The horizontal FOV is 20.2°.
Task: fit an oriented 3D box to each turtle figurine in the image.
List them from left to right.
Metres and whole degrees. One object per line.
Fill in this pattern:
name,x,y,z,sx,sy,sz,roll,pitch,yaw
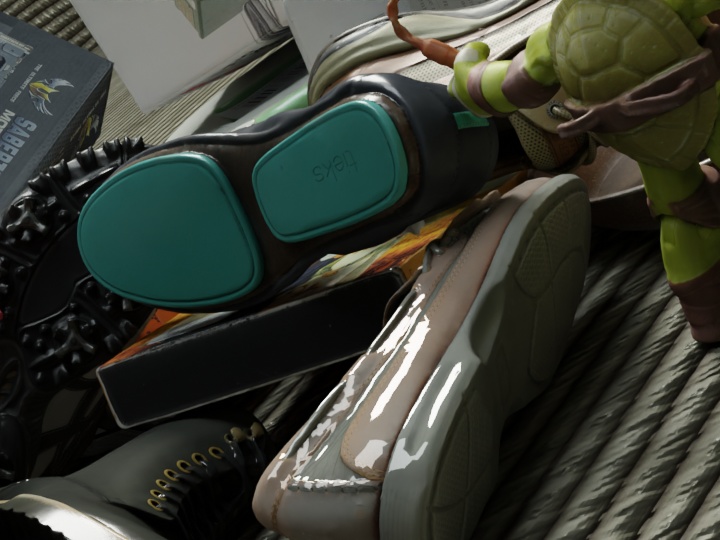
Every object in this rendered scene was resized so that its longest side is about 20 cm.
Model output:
turtle figurine,0.100,-0.057,0.604,0.200,0.162,0.064,-22,18,43

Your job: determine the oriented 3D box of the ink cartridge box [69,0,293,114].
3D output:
ink cartridge box,-0.031,-0.173,1.025,0.200,0.084,0.145,-30,4,24

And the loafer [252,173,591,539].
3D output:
loafer,0.026,0.024,0.670,0.063,0.072,0.200,6,33,20

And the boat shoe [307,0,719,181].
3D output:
boat shoe,0.075,-0.070,0.787,0.199,0.076,0.074,-17,51,20

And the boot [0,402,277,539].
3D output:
boot,-0.064,0.088,0.719,0.138,0.078,0.200,-24,19,-31

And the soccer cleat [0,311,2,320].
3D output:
soccer cleat,-0.193,0.090,0.772,0.067,0.076,0.201,-25,-49,-74

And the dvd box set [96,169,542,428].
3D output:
dvd box set,0.000,0.000,0.836,0.146,0.029,0.200,-19,9,30

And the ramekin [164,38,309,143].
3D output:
ramekin,-0.012,-0.065,1.043,0.200,0.098,0.200,-33,14,9

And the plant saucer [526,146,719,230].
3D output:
plant saucer,0.158,-0.072,0.793,0.200,0.032,0.200,-32,14,9

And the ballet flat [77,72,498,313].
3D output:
ballet flat,-0.025,-0.028,0.743,0.200,0.073,0.073,-17,22,48

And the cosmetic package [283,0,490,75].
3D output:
cosmetic package,0.068,-0.116,0.933,0.074,0.102,0.200,-21,3,45

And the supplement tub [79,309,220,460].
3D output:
supplement tub,-0.135,0.027,0.970,0.200,0.123,0.123,-22,18,45

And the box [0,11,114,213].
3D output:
box,-0.221,-0.049,0.879,0.051,0.157,0.200,109,-174,-48

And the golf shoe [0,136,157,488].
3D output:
golf shoe,-0.134,0.032,0.849,0.200,0.078,0.094,-55,-7,2
